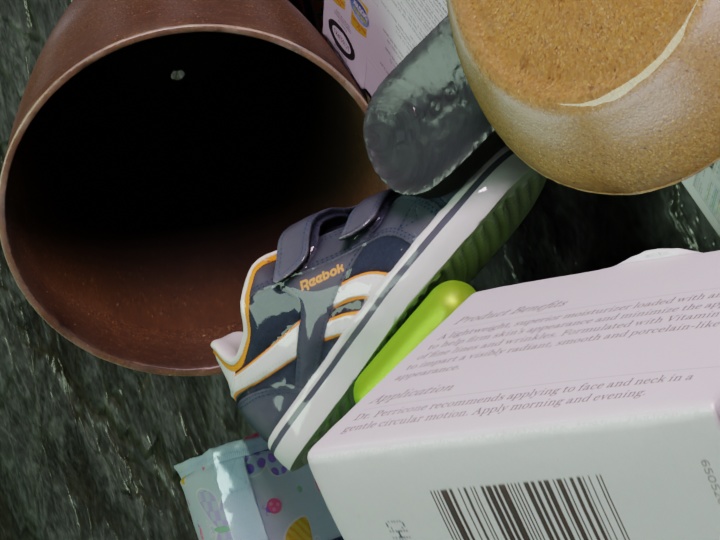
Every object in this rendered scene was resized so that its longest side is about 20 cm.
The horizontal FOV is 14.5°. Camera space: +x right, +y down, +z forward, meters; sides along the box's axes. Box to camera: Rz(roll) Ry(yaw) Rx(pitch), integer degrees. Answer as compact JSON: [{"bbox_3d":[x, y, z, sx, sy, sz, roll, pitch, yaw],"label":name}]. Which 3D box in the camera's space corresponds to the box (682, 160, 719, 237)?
[{"bbox_3d":[0.177,-0.049,1.089,0.200,0.036,0.145,58,154,31],"label":"box"}]

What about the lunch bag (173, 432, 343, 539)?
[{"bbox_3d":[-0.021,0.167,1.550,0.200,0.127,0.170,8,-117,-77],"label":"lunch bag"}]

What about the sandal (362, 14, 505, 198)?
[{"bbox_3d":[0.067,-0.108,1.173,0.201,0.048,0.075,-50,57,23],"label":"sandal"}]

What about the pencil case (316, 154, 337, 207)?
[{"bbox_3d":[-0.003,-0.006,1.505,0.089,0.088,0.200,67,157,15],"label":"pencil case"}]

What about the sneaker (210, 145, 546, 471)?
[{"bbox_3d":[0.000,0.000,1.279,0.079,0.078,0.200,47,119,13],"label":"sneaker"}]

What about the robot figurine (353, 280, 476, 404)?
[{"bbox_3d":[0.090,0.068,1.259,0.175,0.116,0.200,37,172,-11],"label":"robot figurine"}]

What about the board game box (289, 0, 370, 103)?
[{"bbox_3d":[-0.049,-0.159,1.542,0.200,0.056,0.166,180,75,-68],"label":"board game box"}]

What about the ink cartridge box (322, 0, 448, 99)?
[{"bbox_3d":[0.043,-0.132,1.303,0.201,0.076,0.137,96,151,-42],"label":"ink cartridge box"}]

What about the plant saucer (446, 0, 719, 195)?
[{"bbox_3d":[0.095,-0.130,1.089,0.200,0.035,0.201,-7,81,46],"label":"plant saucer"}]

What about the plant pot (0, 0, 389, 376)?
[{"bbox_3d":[-0.089,-0.080,1.398,0.200,0.186,0.188,-105,10,-59],"label":"plant pot"}]

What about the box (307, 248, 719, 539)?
[{"bbox_3d":[0.121,0.109,1.064,0.198,0.131,0.201,-10,113,43],"label":"box"}]
